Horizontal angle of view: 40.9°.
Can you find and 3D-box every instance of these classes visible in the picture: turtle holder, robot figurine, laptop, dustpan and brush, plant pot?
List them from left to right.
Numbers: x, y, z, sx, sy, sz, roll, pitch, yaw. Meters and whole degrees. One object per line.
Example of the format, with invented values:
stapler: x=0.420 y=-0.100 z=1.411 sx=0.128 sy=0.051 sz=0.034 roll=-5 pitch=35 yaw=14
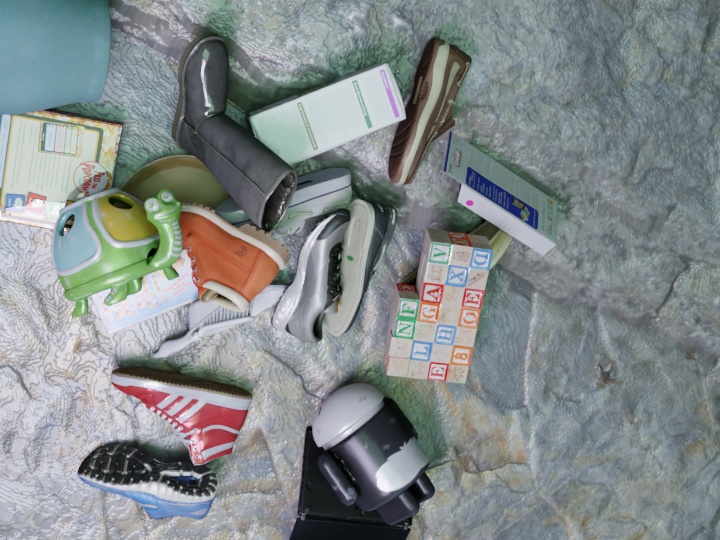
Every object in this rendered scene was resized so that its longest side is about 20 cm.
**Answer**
plant pot: x=-0.402 y=-0.277 z=1.154 sx=0.186 sy=0.200 sz=0.202 roll=1 pitch=103 yaw=-27
turtle holder: x=-0.302 y=-0.030 z=1.183 sx=0.140 sy=0.185 sz=0.133 roll=-24 pitch=95 yaw=-31
plant pot: x=-0.239 y=-0.057 z=1.312 sx=0.198 sy=0.027 sz=0.202 roll=-3 pitch=104 yaw=-11
dustpan and brush: x=-0.207 y=0.072 z=1.317 sx=0.198 sy=0.139 sz=0.058 roll=-16 pitch=83 yaw=22
laptop: x=-0.017 y=0.350 z=1.458 sx=0.175 sy=0.103 sz=0.202 roll=8 pitch=75 yaw=-14
robot figurine: x=0.017 y=0.258 z=1.370 sx=0.124 sy=0.150 sz=0.201 roll=-36 pitch=88 yaw=5

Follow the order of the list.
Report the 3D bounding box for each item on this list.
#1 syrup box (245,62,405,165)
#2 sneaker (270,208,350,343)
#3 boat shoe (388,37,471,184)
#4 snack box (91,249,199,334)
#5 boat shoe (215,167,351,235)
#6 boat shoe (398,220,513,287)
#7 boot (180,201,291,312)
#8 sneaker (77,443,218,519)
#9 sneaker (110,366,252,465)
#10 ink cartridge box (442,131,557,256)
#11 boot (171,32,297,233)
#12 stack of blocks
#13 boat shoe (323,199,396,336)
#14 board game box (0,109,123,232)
syrup box: x=-0.047 y=-0.205 z=1.290 sx=0.198 sy=0.079 sz=0.082 roll=-22 pitch=105 yaw=-6
sneaker: x=-0.051 y=0.007 z=1.321 sx=0.079 sy=0.074 sz=0.202 roll=28 pitch=112 yaw=15
boat shoe: x=0.101 y=-0.209 z=1.323 sx=0.074 sy=0.075 sz=0.204 roll=16 pitch=98 yaw=-18
snack box: x=-0.259 y=0.015 z=1.298 sx=0.198 sy=0.024 sz=0.073 roll=-22 pitch=107 yaw=-6
boat shoe: x=-0.098 y=-0.080 z=1.302 sx=0.199 sy=0.071 sz=0.071 roll=-20 pitch=116 yaw=-28
boat shoe: x=0.133 y=-0.015 z=1.372 sx=0.200 sy=0.074 sz=0.069 roll=-44 pitch=113 yaw=1
boot: x=-0.196 y=-0.017 z=1.223 sx=0.108 sy=0.199 sz=0.075 roll=-58 pitch=149 yaw=-18
sneaker: x=-0.301 y=0.308 z=1.351 sx=0.198 sy=0.079 sz=0.090 roll=15 pitch=124 yaw=3
sneaker: x=-0.258 y=0.204 z=1.344 sx=0.198 sy=0.071 sz=0.114 roll=15 pitch=96 yaw=-16
ink cartridge box: x=0.192 y=-0.107 z=1.353 sx=0.199 sy=0.095 sz=0.037 roll=32 pitch=132 yaw=-17
boot: x=-0.154 y=-0.171 z=1.203 sx=0.072 sy=0.200 sz=0.183 roll=-18 pitch=139 yaw=-34
stack of blocks: x=0.104 y=0.048 z=1.328 sx=0.114 sy=0.059 sz=0.202 roll=7 pitch=111 yaw=-6
boat shoe: x=0.000 y=0.000 z=1.352 sx=0.067 sy=0.072 sz=0.202 roll=-1 pitch=115 yaw=-45
board game box: x=-0.418 y=-0.134 z=1.248 sx=0.198 sy=0.046 sz=0.153 roll=10 pitch=100 yaw=-14
